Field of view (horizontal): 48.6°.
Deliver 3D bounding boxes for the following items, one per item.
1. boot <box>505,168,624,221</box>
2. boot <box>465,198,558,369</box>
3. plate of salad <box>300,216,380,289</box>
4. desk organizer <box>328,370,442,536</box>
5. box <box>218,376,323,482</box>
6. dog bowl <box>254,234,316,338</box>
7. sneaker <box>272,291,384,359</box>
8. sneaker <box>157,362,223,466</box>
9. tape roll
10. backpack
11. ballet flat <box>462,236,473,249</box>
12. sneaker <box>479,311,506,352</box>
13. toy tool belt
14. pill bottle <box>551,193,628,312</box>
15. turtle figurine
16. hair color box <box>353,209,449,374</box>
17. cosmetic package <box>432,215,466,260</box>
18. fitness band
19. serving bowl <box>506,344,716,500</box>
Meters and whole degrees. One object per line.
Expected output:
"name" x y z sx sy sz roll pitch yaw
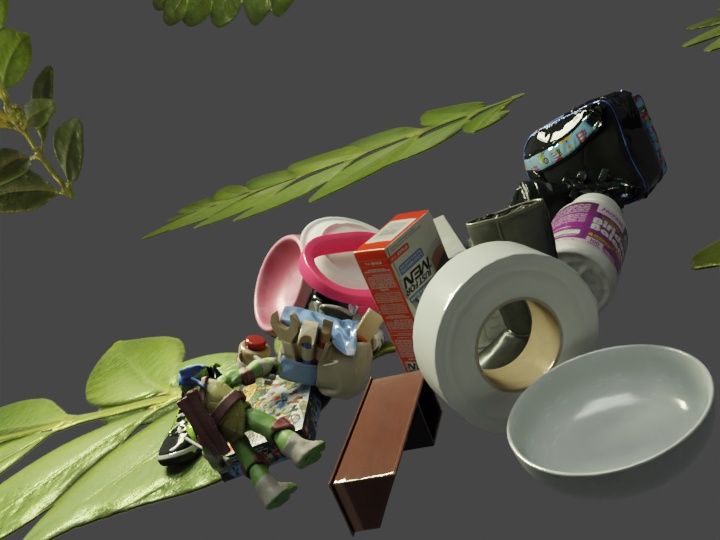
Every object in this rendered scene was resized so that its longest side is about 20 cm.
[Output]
"boot" 0.312 -0.082 1.262 0.160 0.199 0.074 -4 59 -12
"boot" 0.170 0.034 0.969 0.180 0.202 0.073 -24 18 1
"plate of salad" -0.006 -0.013 1.277 0.048 0.199 0.200 -62 -6 37
"desk organizer" 0.035 0.199 0.909 0.076 0.072 0.200 -14 22 21
"box" -0.124 0.206 1.137 0.135 0.038 0.200 -21 19 11
"dog bowl" -0.111 0.029 1.351 0.199 0.073 0.203 -33 49 46
"sneaker" -0.068 0.091 1.251 0.198 0.117 0.075 -18 20 18
"sneaker" -0.262 0.214 1.220 0.071 0.084 0.200 -16 21 24
"tape roll" 0.162 0.072 0.882 0.201 0.204 0.071 -28 18 -9
"backpack" 0.384 -0.186 1.339 0.134 0.184 0.199 -30 6 -41
"ballet flat" 0.204 -0.035 1.262 0.071 0.073 0.200 -23 5 5
"sneaker" 0.193 0.043 1.108 0.074 0.082 0.200 -16 19 29
"toy tool belt" -0.072 0.093 1.128 0.197 0.125 0.125 11 22 0
"pill bottle" 0.308 -0.029 1.099 0.111 0.113 0.200 -13 23 32
"turtle figurine" -0.132 0.191 0.997 0.144 0.201 0.193 -40 65 -21
"hair color box" 0.080 0.035 1.081 0.063 0.202 0.111 -4 27 44
"cosmetic package" 0.130 -0.004 1.269 0.089 0.108 0.200 -22 21 6
"fitness band" 0.000 0.000 1.198 0.198 0.038 0.144 -7 46 -39
"serving bowl" 0.245 0.154 0.770 0.198 0.066 0.201 -23 20 9
